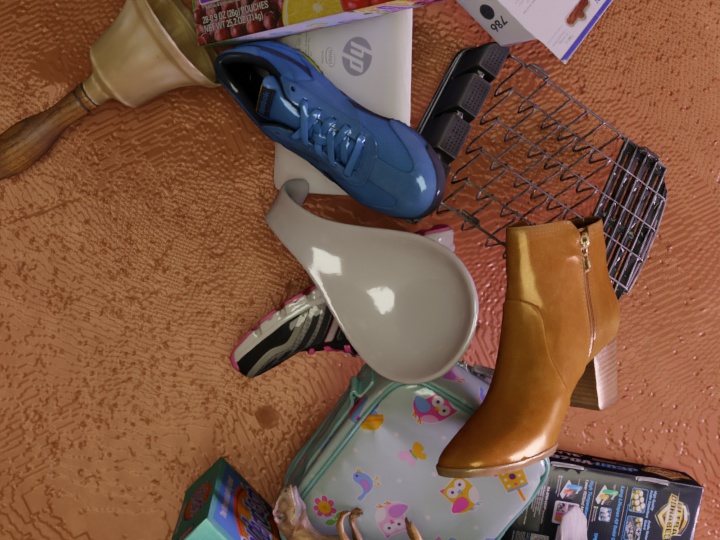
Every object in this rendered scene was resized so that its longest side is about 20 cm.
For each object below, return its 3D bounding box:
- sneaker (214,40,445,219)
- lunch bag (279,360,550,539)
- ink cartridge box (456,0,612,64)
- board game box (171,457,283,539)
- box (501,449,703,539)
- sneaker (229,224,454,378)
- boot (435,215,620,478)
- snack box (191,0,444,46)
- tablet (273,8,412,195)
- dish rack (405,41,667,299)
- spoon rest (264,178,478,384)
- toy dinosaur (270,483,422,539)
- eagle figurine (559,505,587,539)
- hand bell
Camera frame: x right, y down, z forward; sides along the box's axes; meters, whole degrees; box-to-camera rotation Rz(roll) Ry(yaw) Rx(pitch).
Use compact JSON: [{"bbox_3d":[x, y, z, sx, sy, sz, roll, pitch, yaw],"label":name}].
[{"bbox_3d":[-0.028,-0.098,0.868,0.200,0.078,0.066,40,115,27],"label":"sneaker"},{"bbox_3d":[0.036,0.151,0.924,0.159,0.077,0.201,32,114,-10],"label":"lunch bag"},{"bbox_3d":[0.095,-0.243,0.914,0.200,0.039,0.100,44,59,-5],"label":"ink cartridge box"},{"bbox_3d":[-0.056,0.244,0.918,0.045,0.152,0.200,-43,98,4],"label":"board game box"},{"bbox_3d":[0.177,0.252,0.989,0.157,0.046,0.203,10,95,-5],"label":"box"},{"bbox_3d":[-0.002,0.043,0.940,0.198,0.074,0.088,-27,91,-6],"label":"sneaker"},{"bbox_3d":[0.108,0.043,0.826,0.200,0.070,0.146,-22,105,-45],"label":"boot"},{"bbox_3d":[-0.035,-0.258,0.858,0.198,0.067,0.171,-4,97,34],"label":"snack box"},{"bbox_3d":[-0.015,-0.158,0.909,0.129,0.014,0.203,6,98,38],"label":"tablet"},{"bbox_3d":[0.136,-0.067,0.930,0.199,0.054,0.155,32,72,-12],"label":"dish rack"},{"bbox_3d":[0.000,0.000,0.862,0.199,0.060,0.100,38,105,30],"label":"spoon rest"},{"bbox_3d":[0.008,0.236,0.867,0.105,0.061,0.201,-30,71,-10],"label":"toy dinosaur"},{"bbox_3d":[0.129,0.280,0.890,0.198,0.151,0.153,-26,91,4],"label":"eagle figurine"},{"bbox_3d":[-0.209,-0.124,0.915,0.199,0.104,0.105,-35,97,13],"label":"hand bell"}]
